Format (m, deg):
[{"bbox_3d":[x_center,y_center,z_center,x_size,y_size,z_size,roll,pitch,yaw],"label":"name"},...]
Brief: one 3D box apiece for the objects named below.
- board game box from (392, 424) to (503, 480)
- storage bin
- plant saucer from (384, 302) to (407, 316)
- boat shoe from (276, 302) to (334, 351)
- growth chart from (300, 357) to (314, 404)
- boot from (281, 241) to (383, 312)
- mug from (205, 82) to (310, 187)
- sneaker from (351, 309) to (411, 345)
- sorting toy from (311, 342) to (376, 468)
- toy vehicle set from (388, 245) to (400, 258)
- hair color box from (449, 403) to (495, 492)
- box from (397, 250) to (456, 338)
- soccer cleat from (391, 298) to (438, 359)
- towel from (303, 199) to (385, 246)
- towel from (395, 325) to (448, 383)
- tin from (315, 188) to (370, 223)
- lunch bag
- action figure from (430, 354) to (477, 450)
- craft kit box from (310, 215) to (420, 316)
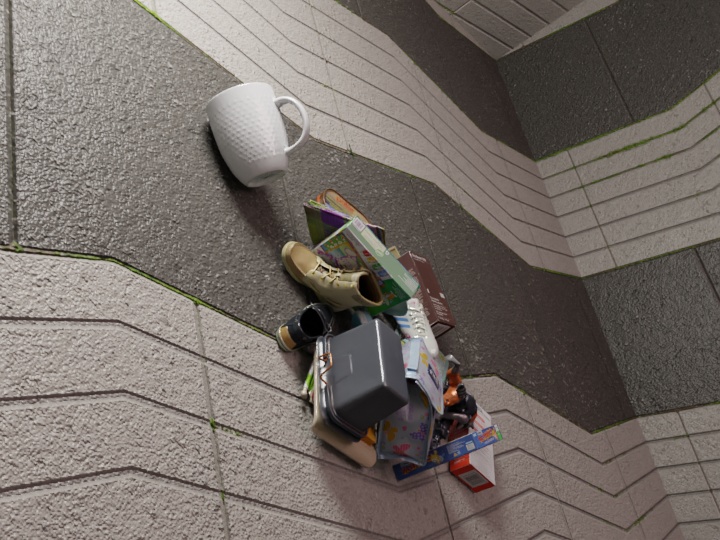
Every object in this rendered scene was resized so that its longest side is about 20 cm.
[{"bbox_3d":[0.181,0.377,1.575,0.135,0.199,0.035,5,60,-58],"label":"board game box"},{"bbox_3d":[0.004,0.187,1.413,0.145,0.134,0.202,40,30,-37],"label":"storage bin"},{"bbox_3d":[0.026,0.032,1.713,0.039,0.201,0.202,-37,99,-19],"label":"plant saucer"},{"bbox_3d":[-0.095,0.106,1.511,0.075,0.062,0.200,60,26,2],"label":"boat shoe"},{"bbox_3d":[-0.044,0.253,1.507,0.200,0.018,0.146,49,31,-26],"label":"growth chart"},{"bbox_3d":[-0.056,0.009,1.558,0.200,0.154,0.073,49,58,-26],"label":"boot"},{"bbox_3d":[-0.197,-0.278,1.549,0.148,0.198,0.177,9,60,-77],"label":"mug"},{"bbox_3d":[0.068,0.159,1.660,0.130,0.079,0.202,-27,97,-22],"label":"sneaker"},{"bbox_3d":[-0.025,0.256,1.478,0.185,0.036,0.202,43,34,-35],"label":"sorting toy"},{"bbox_3d":[0.069,0.016,1.906,0.125,0.026,0.200,62,28,1],"label":"toy vehicle set"},{"bbox_3d":[0.266,0.415,1.832,0.111,0.064,0.201,44,33,-29],"label":"hair color box"},{"bbox_3d":[0.154,0.061,1.885,0.100,0.075,0.202,18,43,-54],"label":"box"},{"bbox_3d":[0.124,0.120,1.757,0.069,0.087,0.201,-4,37,-26],"label":"soccer cleat"},{"bbox_3d":[-0.028,-0.067,1.612,0.023,0.198,0.145,-49,147,-33],"label":"towel"},{"bbox_3d":[0.139,0.216,1.818,0.172,0.048,0.201,54,28,-16],"label":"towel"},{"bbox_3d":[-0.036,-0.118,1.844,0.200,0.042,0.113,38,39,-37],"label":"tin"},{"bbox_3d":[0.102,0.257,1.521,0.170,0.125,0.203,-73,169,-69],"label":"lunch bag"},{"bbox_3d":[0.213,0.316,1.725,0.194,0.103,0.202,53,47,-45],"label":"action figure"},{"bbox_3d":[0.000,0.000,1.603,0.200,0.197,0.049,47,59,-8],"label":"craft kit box"}]
